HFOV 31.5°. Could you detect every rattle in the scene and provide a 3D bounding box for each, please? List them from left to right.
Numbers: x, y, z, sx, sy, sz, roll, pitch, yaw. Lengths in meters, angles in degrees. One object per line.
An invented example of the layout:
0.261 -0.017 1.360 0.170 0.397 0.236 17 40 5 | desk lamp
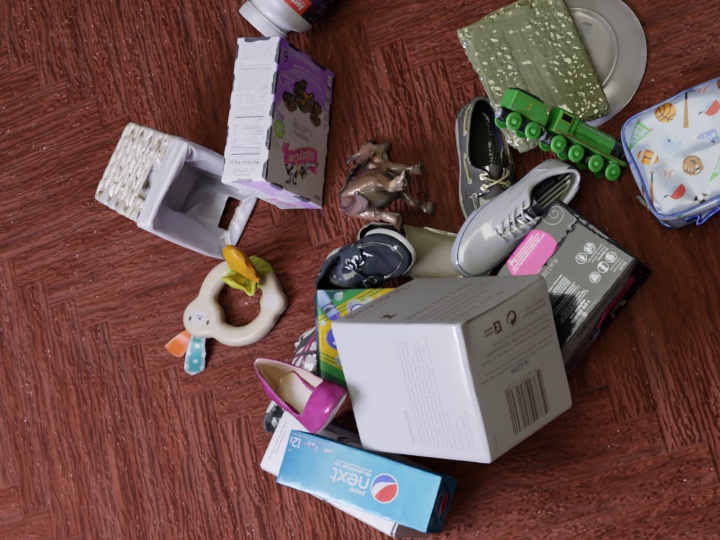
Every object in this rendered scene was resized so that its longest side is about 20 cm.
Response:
-0.209 0.060 1.764 0.200 0.143 0.130 -30 88 9 | rattle

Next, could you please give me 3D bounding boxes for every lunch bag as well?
0.424 -0.142 1.559 0.200 0.076 0.161 -24 73 15 | lunch bag

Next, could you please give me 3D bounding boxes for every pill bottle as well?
-0.079 -0.419 1.809 0.200 0.112 0.112 -48 66 8 | pill bottle

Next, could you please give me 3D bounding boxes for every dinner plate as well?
0.275 -0.280 1.679 0.200 0.024 0.201 -5 78 22 | dinner plate

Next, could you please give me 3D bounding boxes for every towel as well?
0.226 -0.261 1.652 0.148 0.036 0.200 -24 71 4 | towel

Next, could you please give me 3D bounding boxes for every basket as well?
-0.253 -0.113 1.782 0.123 0.200 0.136 26 91 30 | basket

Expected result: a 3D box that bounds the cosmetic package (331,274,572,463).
0.105 0.109 1.478 0.200 0.167 0.167 -2 107 44 | cosmetic package

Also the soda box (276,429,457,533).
0.006 0.248 1.509 0.200 0.064 0.068 14 85 24 | soda box

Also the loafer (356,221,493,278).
0.079 -0.021 1.688 0.200 0.068 0.076 9 84 25 | loafer

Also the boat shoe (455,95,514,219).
0.165 -0.129 1.666 0.072 0.060 0.202 -6 75 -9 | boat shoe

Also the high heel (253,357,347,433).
-0.077 0.140 1.540 0.096 0.200 0.067 37 86 -9 | high heel

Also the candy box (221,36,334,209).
-0.110 -0.198 1.749 0.071 0.168 0.201 1 81 25 | candy box

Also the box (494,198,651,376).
0.243 0.035 1.582 0.132 0.115 0.200 40 98 23 | box

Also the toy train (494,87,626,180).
0.254 -0.170 1.591 0.057 0.200 0.042 -67 25 1 | toy train

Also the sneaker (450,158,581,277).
0.194 -0.069 1.602 0.200 0.071 0.073 -46 101 -7 | sneaker

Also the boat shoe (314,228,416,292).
-0.002 -0.002 1.665 0.066 0.075 0.199 -47 20 -28 | boat shoe

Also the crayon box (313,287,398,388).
0.043 0.087 1.640 0.199 0.052 0.126 -2 81 -7 | crayon box

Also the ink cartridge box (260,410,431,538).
-0.003 0.261 1.627 0.200 0.146 0.086 21 87 25 | ink cartridge box

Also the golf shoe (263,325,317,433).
-0.064 0.139 1.730 0.200 0.077 0.088 -50 38 12 | golf shoe

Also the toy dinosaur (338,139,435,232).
0.013 -0.106 1.692 0.135 0.200 0.086 7 113 26 | toy dinosaur
